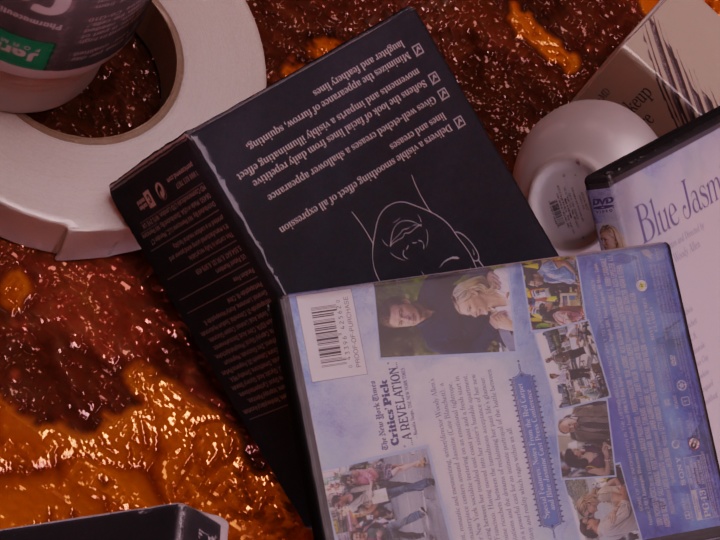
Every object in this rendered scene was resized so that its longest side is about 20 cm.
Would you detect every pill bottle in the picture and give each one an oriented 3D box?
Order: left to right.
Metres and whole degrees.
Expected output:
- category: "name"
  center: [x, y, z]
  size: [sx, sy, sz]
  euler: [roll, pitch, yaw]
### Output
- category: "pill bottle"
  center: [-0.142, -0.160, 1.004]
  size: [0.112, 0.200, 0.114]
  euler: [8, 63, -17]

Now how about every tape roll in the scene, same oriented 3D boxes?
- category: "tape roll"
  center: [-0.147, -0.104, 1.115]
  size: [0.201, 0.037, 0.204]
  euler: [9, 63, -18]

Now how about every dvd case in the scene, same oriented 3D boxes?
- category: "dvd case"
  center: [0.066, 0.069, 0.987]
  size: [0.199, 0.018, 0.144]
  euler: [-8, 79, -19]
- category: "dvd case"
  center: [0.182, 0.027, 1.111]
  size: [0.142, 0.017, 0.201]
  euler: [-27, 105, -47]

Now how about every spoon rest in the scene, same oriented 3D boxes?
- category: "spoon rest"
  center: [0.138, 0.007, 1.154]
  size: [0.060, 0.099, 0.201]
  euler: [-8, 81, -54]

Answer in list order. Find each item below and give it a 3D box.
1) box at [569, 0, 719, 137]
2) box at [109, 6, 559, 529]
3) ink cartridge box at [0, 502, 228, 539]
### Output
- category: "box"
  center: [0.219, -0.060, 1.211]
  size: [0.200, 0.082, 0.068]
  euler: [42, 59, 3]
- category: "box"
  center: [0.000, 0.000, 1.061]
  size: [0.148, 0.107, 0.201]
  euler: [-31, 93, -30]
- category: "ink cartridge box"
  center: [-0.152, 0.204, 0.889]
  size: [0.043, 0.199, 0.199]
  euler: [37, 48, -48]
